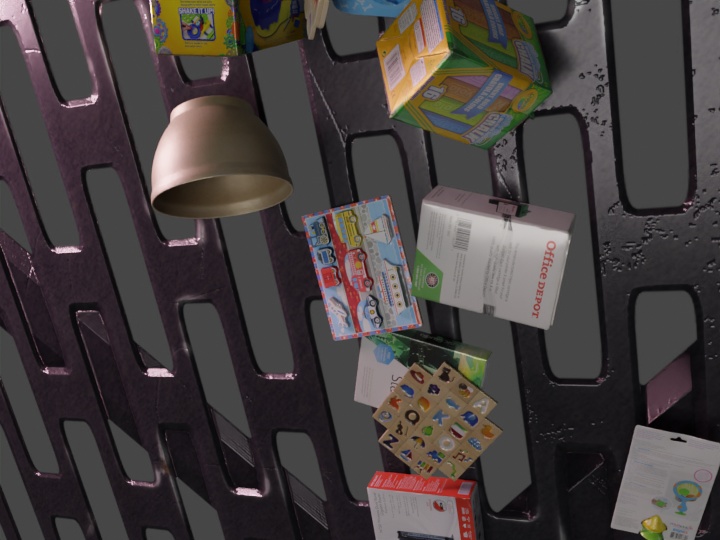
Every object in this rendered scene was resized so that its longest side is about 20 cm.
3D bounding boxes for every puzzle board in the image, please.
[{"bbox_3d":[0.000,0.000,1.172,0.150,0.017,0.200,-12,97,27],"label":"puzzle board"}]

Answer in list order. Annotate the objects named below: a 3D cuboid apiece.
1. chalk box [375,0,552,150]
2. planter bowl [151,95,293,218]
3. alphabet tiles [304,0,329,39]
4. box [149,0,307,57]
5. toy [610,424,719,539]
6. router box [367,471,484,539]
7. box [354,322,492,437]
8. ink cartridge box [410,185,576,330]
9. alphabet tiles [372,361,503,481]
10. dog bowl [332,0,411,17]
[{"bbox_3d":[0.139,-0.237,0.934,0.124,0.200,0.125,-41,49,46],"label":"chalk box"},{"bbox_3d":[-0.204,-0.166,1.123,0.200,0.200,0.135,-14,79,27],"label":"planter bowl"},{"bbox_3d":[-0.052,-0.393,0.948,0.015,0.200,0.196,2,144,-14],"label":"alphabet tiles"},{"bbox_3d":[-0.166,-0.383,0.992,0.122,0.200,0.193,7,115,20],"label":"box"},{"bbox_3d":[0.434,0.300,1.118,0.115,0.047,0.200,10,119,15],"label":"toy"},{"bbox_3d":[0.115,0.441,1.313,0.179,0.049,0.200,-1,111,23],"label":"router box"},{"bbox_3d":[0.093,0.165,1.212,0.200,0.036,0.145,14,117,16],"label":"box"},{"bbox_3d":[0.180,-0.020,1.067,0.200,0.084,0.146,14,117,17],"label":"ink cartridge box"},{"bbox_3d":[0.116,0.235,1.210,0.166,0.006,0.200,37,122,5],"label":"alphabet tiles"},{"bbox_3d":[0.049,-0.355,0.969,0.200,0.112,0.050,11,134,18],"label":"dog bowl"}]
